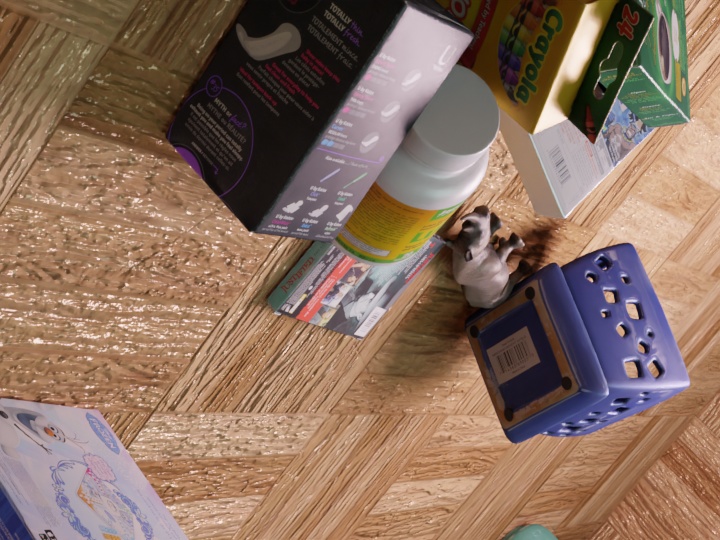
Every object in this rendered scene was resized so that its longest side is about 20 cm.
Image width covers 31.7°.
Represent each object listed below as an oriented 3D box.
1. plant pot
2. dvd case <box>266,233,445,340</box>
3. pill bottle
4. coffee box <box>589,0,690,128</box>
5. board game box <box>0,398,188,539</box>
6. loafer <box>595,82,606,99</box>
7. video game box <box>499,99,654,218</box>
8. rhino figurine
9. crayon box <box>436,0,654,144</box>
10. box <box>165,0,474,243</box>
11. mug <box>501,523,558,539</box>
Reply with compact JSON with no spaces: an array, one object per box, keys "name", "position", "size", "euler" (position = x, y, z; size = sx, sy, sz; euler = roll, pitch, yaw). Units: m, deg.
[{"name":"plant pot","position":[0.253,0.097,1.566],"size":[0.178,0.202,0.200],"euler":[-6,159,-40]},{"name":"dvd case","position":[0.000,0.000,1.300],"size":[0.146,0.022,0.200],"euler":[-50,152,9]},{"name":"pill bottle","position":[0.041,-0.089,1.061],"size":[0.111,0.112,0.200],"euler":[-30,171,-27]},{"name":"coffee box","position":[0.237,-0.202,1.070],"size":[0.200,0.044,0.125],"euler":[12,75,-64]},{"name":"board game box","position":[-0.235,0.190,1.026],"size":[0.043,0.200,0.199],"euler":[-47,153,12]},{"name":"loafer","position":[0.188,-0.239,1.072],"size":[0.071,0.063,0.202],"euler":[-12,104,-35]},{"name":"video game box","position":[0.193,-0.182,1.152],"size":[0.182,0.047,0.201],"euler":[-40,119,-24]},{"name":"rhino figurine","position":[0.139,-0.016,1.435],"size":[0.087,0.060,0.200],"euler":[-46,153,-5]},{"name":"crayon box","position":[0.123,-0.200,0.987],"size":[0.051,0.200,0.128],"euler":[-24,147,-35]},{"name":"box","position":[-0.032,-0.136,0.941],"size":[0.201,0.122,0.106],"euler":[-54,152,19]},{"name":"mug","position":[0.322,0.573,2.485],"size":[0.152,0.114,0.185],"euler":[-48,153,9]}]
